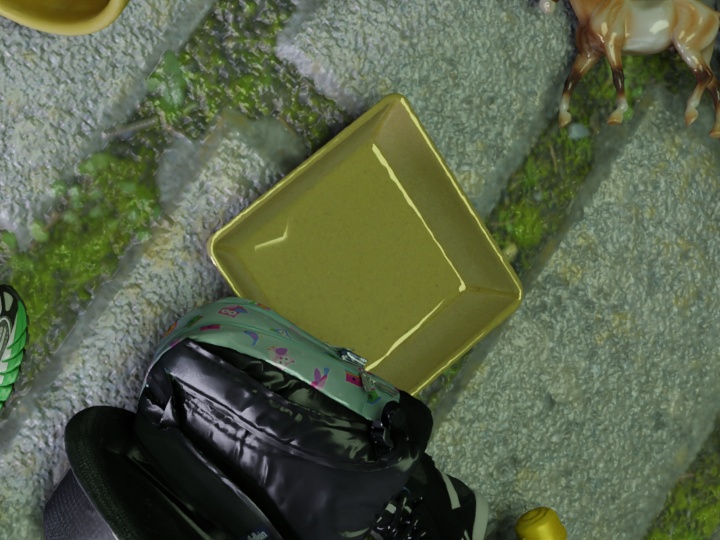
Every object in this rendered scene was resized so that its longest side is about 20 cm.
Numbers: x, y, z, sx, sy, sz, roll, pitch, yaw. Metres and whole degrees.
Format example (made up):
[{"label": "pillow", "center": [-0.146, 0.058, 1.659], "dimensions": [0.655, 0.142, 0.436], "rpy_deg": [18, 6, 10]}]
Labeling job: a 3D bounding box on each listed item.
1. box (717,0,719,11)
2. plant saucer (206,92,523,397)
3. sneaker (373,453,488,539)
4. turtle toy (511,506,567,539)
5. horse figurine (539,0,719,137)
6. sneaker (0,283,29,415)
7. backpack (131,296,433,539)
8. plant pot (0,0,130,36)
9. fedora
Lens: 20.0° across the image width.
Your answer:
[{"label": "box", "center": [0.418, -0.144, 1.673], "dimensions": [0.170, 0.200, 0.201], "rpy_deg": [-7, 94, -22]}, {"label": "plant saucer", "center": [0.000, 0.000, 1.570], "dimensions": [0.200, 0.048, 0.201], "rpy_deg": [-39, 106, -18]}, {"label": "sneaker", "center": [0.037, 0.210, 1.535], "dimensions": [0.111, 0.201, 0.073], "rpy_deg": [36, 113, -15]}, {"label": "turtle toy", "center": [0.114, 0.285, 1.586], "dimensions": [0.200, 0.100, 0.147], "rpy_deg": [-43, 112, -57]}, {"label": "horse figurine", "center": [0.235, -0.178, 1.645], "dimensions": [0.198, 0.050, 0.134], "rpy_deg": [3, 77, -4]}, {"label": "sneaker", "center": [-0.300, 0.092, 1.419], "dimensions": [0.085, 0.078, 0.201], "rpy_deg": [38, 77, -20]}, {"label": "backpack", "center": [-0.065, 0.113, 1.473], "dimensions": [0.199, 0.127, 0.168], "rpy_deg": [31, 107, -3]}, {"label": "plant pot", "center": [-0.200, -0.296, 1.397], "dimensions": [0.201, 0.200, 0.190], "rpy_deg": [43, 59, -20]}, {"label": "fedora", "center": [-0.157, 0.196, 1.466], "dimensions": [0.091, 0.201, 0.200], "rpy_deg": [-41, 111, 18]}]
